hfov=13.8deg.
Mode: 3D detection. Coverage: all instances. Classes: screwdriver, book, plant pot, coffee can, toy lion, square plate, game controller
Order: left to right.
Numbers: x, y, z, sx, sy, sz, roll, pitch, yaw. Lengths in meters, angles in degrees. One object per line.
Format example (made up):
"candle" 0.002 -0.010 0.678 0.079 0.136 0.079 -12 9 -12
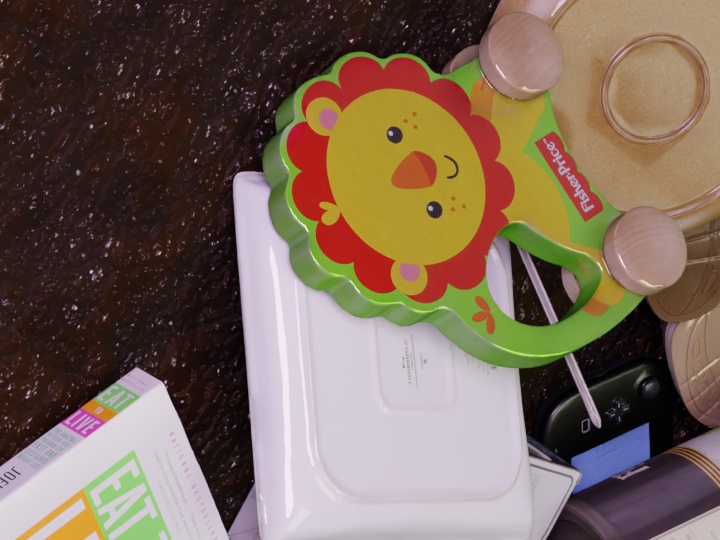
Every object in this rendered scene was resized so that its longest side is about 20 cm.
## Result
"book" -0.167 0.158 1.546 0.200 0.048 0.134 -37 129 -25
"square plate" 0.021 0.048 1.610 0.197 0.028 0.201 3 79 -41
"toy lion" 0.051 -0.033 1.586 0.191 0.069 0.200 -34 90 -29
"screwdriver" 0.096 -0.007 1.645 0.029 0.201 0.028 -26 168 -7
"game controller" 0.154 0.148 1.877 0.104 0.042 0.201 -28 128 -34
"plant pot" 0.164 -0.106 1.690 0.199 0.028 0.201 -4 111 -11
"coffee can" 0.227 0.171 1.823 0.199 0.146 0.147 -23 127 -20

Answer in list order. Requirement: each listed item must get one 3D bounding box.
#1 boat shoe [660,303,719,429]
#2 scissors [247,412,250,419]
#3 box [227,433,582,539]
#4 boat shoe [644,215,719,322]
"boat shoe" 0.230 0.060 1.895 0.072 0.065 0.200 -44 141 3
"scissors" 0.000 0.000 1.661 0.200 0.014 0.073 -38 136 -25
"box" 0.028 0.136 1.716 0.200 0.060 0.117 18 102 -49
"boat shoe" 0.179 -0.069 1.764 0.072 0.072 0.201 -17 116 -8
